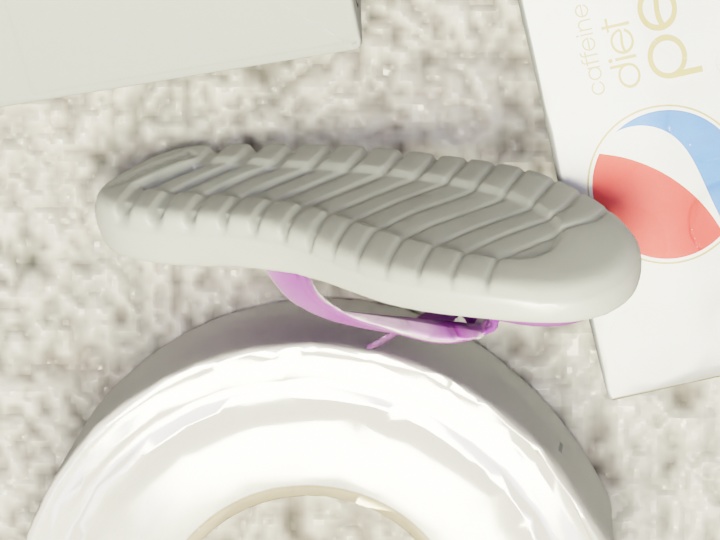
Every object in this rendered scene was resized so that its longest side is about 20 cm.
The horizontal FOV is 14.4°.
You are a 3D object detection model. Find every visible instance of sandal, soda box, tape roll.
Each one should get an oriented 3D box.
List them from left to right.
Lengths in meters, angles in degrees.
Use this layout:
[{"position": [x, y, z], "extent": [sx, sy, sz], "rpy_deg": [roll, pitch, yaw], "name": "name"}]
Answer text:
[{"position": [-0.013, 0.113, 0.959], "extent": [0.201, 0.071, 0.204], "rpy_deg": [1, 101, 4], "name": "tape roll"}, {"position": [0.005, -0.003, 0.906], "extent": [0.202, 0.082, 0.050], "rpy_deg": [13, 123, 38], "name": "sandal"}, {"position": [0.090, -0.065, 0.919], "extent": [0.068, 0.064, 0.201], "rpy_deg": [-12, 101, 6], "name": "soda box"}]

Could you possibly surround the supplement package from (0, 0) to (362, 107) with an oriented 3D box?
[{"position": [-0.086, -0.166, 0.817], "extent": [0.150, 0.200, 0.152], "rpy_deg": [-9, 127, 5], "name": "supplement package"}]
